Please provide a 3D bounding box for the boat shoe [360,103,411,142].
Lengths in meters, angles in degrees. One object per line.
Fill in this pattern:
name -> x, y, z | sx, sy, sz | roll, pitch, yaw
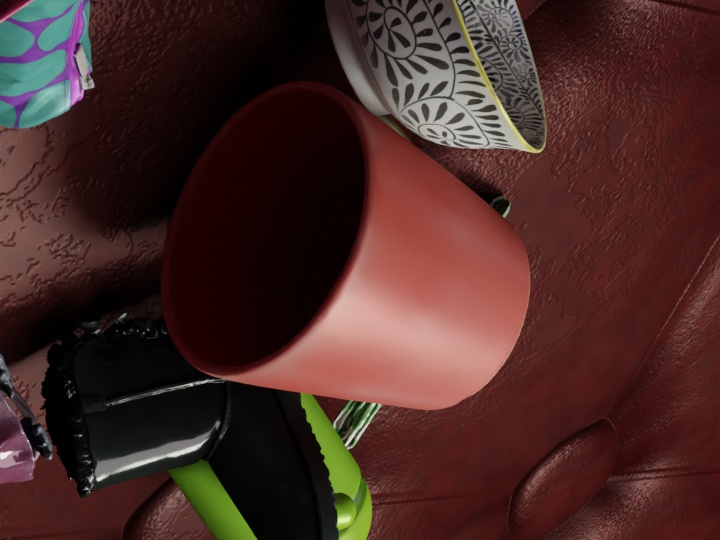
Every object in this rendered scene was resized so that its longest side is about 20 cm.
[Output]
boat shoe -> 0.007, -0.033, 1.477 | 0.066, 0.074, 0.200 | -39, 147, -22

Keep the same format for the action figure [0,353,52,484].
action figure -> -0.302, 0.113, 1.292 | 0.200, 0.134, 0.149 | -28, -173, -7

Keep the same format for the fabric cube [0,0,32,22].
fabric cube -> -0.207, -0.238, 0.898 | 0.200, 0.199, 0.196 | -36, 145, -16

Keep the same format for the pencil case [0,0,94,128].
pencil case -> -0.171, -0.146, 1.076 | 0.200, 0.092, 0.085 | 124, -10, -70

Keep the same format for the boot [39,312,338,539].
boot -> -0.113, 0.117, 1.369 | 0.162, 0.199, 0.073 | -6, 157, -27

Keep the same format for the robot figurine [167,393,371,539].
robot figurine -> -0.067, 0.145, 1.505 | 0.116, 0.175, 0.200 | -40, 115, -18

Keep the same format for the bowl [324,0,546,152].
bowl -> 0.038, -0.153, 1.320 | 0.094, 0.201, 0.201 | -20, 152, 17

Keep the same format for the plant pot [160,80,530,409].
plant pot -> 0.000, 0.000, 1.349 | 0.177, 0.200, 0.201 | 24, 107, -38

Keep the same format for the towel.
towel -> 0.046, 0.037, 1.588 | 0.200, 0.023, 0.153 | -57, 177, 14
